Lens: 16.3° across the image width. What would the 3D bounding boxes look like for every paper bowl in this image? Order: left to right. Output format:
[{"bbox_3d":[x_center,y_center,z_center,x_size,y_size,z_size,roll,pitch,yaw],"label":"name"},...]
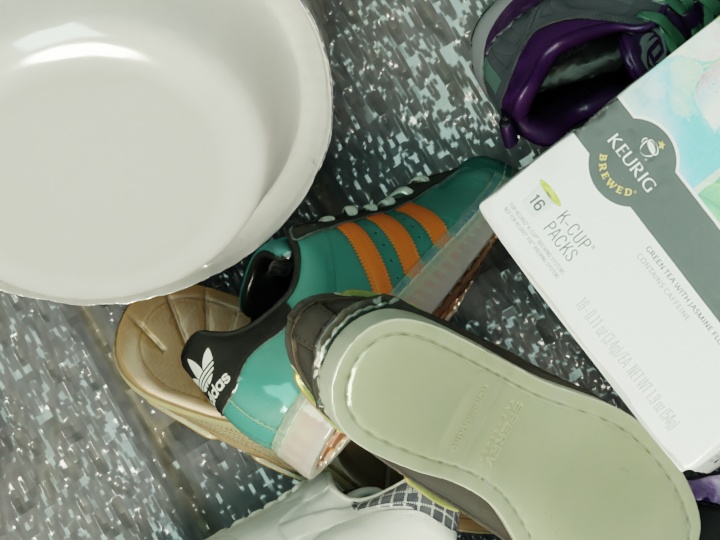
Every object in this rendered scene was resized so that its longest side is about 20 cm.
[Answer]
[{"bbox_3d":[-0.109,-0.069,1.014,0.199,0.201,0.105,-18,41,8],"label":"paper bowl"}]

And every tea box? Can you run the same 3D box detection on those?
[{"bbox_3d":[0.172,-0.027,1.017,0.196,0.200,0.134,-39,80,6],"label":"tea box"}]

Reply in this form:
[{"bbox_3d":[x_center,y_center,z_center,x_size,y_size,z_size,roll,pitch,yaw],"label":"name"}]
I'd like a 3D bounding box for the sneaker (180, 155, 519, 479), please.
[{"bbox_3d":[0.000,0.000,1.062,0.080,0.200,0.072,34,134,8],"label":"sneaker"}]

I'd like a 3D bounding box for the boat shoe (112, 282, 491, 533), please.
[{"bbox_3d":[-0.014,0.060,1.113,0.199,0.065,0.072,25,76,-5],"label":"boat shoe"}]

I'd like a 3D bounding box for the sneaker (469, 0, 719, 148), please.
[{"bbox_3d":[0.143,-0.111,1.077,0.199,0.088,0.075,-30,118,12],"label":"sneaker"}]

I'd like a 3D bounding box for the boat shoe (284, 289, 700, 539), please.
[{"bbox_3d":[0.054,0.065,0.990,0.201,0.061,0.072,35,90,-33],"label":"boat shoe"}]

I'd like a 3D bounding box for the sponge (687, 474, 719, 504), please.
[{"bbox_3d":[0.148,0.192,1.092,0.111,0.030,0.202,-9,84,9],"label":"sponge"}]

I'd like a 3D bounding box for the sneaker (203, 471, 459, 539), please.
[{"bbox_3d":[-0.028,0.130,1.075,0.199,0.076,0.081,-11,57,50],"label":"sneaker"}]

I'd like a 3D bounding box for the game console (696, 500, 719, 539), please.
[{"bbox_3d":[0.139,0.195,0.984,0.172,0.118,0.202,8,86,46],"label":"game console"}]
